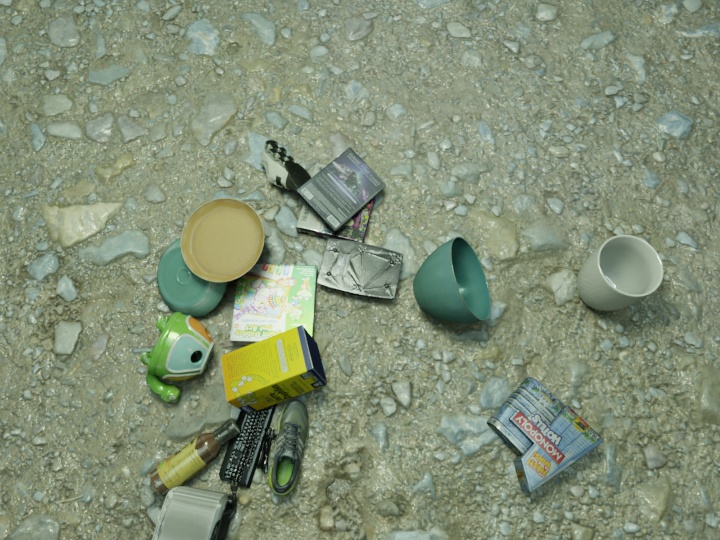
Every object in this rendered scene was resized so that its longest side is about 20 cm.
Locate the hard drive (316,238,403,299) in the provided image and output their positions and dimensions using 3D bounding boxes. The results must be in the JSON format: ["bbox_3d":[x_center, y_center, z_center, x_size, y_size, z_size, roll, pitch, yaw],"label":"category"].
[{"bbox_3d":[0.000,0.000,1.280,0.198,0.042,0.136,11,69,4],"label":"hard drive"}]

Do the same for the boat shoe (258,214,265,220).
[{"bbox_3d":[-0.338,-0.099,1.310,0.198,0.072,0.065,-9,34,4],"label":"boat shoe"}]

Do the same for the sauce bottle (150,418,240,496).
[{"bbox_3d":[-0.355,0.401,1.111,0.199,0.065,0.065,-35,73,-15],"label":"sauce bottle"}]

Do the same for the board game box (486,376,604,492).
[{"bbox_3d":[0.390,0.374,1.128,0.200,0.062,0.200,-42,75,-16],"label":"board game box"}]

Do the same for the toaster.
[{"bbox_3d":[-0.337,0.524,1.037,0.128,0.114,0.202,10,71,6],"label":"toaster"}]

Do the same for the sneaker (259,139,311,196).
[{"bbox_3d":[-0.199,-0.248,1.359,0.074,0.089,0.200,-15,60,-48],"label":"sneaker"}]

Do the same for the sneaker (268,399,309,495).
[{"bbox_3d":[-0.150,0.382,1.105,0.073,0.081,0.202,9,70,-8],"label":"sneaker"}]

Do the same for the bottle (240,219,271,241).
[{"bbox_3d":[-0.311,-0.059,1.250,0.198,0.065,0.084,-26,86,15],"label":"bottle"}]

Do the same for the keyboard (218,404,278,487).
[{"bbox_3d":[-0.239,0.372,1.136,0.103,0.040,0.202,14,70,6],"label":"keyboard"}]

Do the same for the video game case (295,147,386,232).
[{"bbox_3d":[-0.047,-0.211,1.316,0.143,0.019,0.200,46,66,2],"label":"video game case"}]

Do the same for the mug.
[{"bbox_3d":[0.611,0.002,1.213,0.147,0.176,0.200,39,73,13],"label":"mug"}]

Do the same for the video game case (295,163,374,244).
[{"bbox_3d":[-0.058,-0.175,1.351,0.179,0.036,0.202,12,69,4],"label":"video game case"}]

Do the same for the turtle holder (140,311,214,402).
[{"bbox_3d":[-0.413,0.194,1.152,0.131,0.141,0.187,23,60,-10],"label":"turtle holder"}]

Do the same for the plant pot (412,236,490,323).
[{"bbox_3d":[0.203,0.037,1.206,0.134,0.199,0.202,-20,65,31],"label":"plant pot"}]

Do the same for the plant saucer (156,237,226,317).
[{"bbox_3d":[-0.417,0.014,1.230,0.198,0.036,0.203,0,89,18],"label":"plant saucer"}]

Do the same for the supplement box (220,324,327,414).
[{"bbox_3d":[-0.191,0.222,1.130,0.198,0.109,0.110,-21,57,3],"label":"supplement box"}]

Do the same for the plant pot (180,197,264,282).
[{"bbox_3d":[-0.318,-0.069,1.189,0.197,0.028,0.203,-1,77,4],"label":"plant pot"}]

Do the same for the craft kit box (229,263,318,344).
[{"bbox_3d":[-0.208,0.083,1.247,0.197,0.049,0.200,1,71,0],"label":"craft kit box"}]
